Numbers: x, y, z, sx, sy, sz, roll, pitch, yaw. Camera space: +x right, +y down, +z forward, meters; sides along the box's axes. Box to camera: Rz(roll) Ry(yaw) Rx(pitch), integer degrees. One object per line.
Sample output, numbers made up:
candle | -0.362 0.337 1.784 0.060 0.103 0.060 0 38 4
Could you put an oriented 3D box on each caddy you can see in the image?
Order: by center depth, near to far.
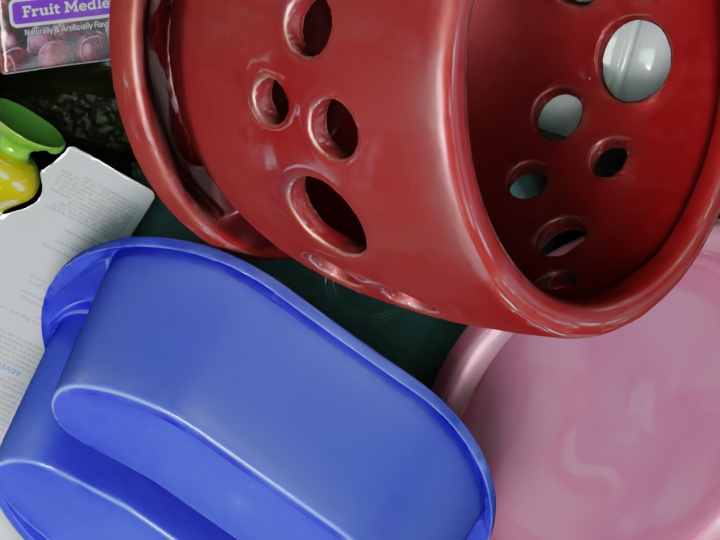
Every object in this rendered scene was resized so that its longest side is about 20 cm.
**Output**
caddy | -0.044 0.072 1.115 0.200 0.105 0.141 36 139 -8

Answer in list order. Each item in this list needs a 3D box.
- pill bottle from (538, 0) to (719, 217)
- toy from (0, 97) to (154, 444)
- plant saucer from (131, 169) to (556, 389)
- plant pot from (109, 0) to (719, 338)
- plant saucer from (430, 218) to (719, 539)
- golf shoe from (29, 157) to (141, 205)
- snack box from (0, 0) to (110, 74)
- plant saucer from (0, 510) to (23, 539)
pill bottle | 0.175 -0.071 1.171 0.199 0.111 0.112 17 104 -1
toy | -0.180 0.016 1.166 0.115 0.047 0.200 28 112 -13
plant saucer | 0.000 0.000 1.192 0.199 0.036 0.201 -2 96 -24
plant pot | 0.021 -0.081 1.054 0.182 0.200 0.201 5 107 38
plant saucer | 0.112 0.066 1.197 0.200 0.051 0.201 -9 116 -18
golf shoe | -0.125 0.009 1.237 0.199 0.077 0.088 -10 125 6
snack box | -0.060 -0.163 1.157 0.199 0.053 0.143 -9 103 -19
plant saucer | -0.198 0.133 1.259 0.199 0.050 0.201 -3 112 -8
